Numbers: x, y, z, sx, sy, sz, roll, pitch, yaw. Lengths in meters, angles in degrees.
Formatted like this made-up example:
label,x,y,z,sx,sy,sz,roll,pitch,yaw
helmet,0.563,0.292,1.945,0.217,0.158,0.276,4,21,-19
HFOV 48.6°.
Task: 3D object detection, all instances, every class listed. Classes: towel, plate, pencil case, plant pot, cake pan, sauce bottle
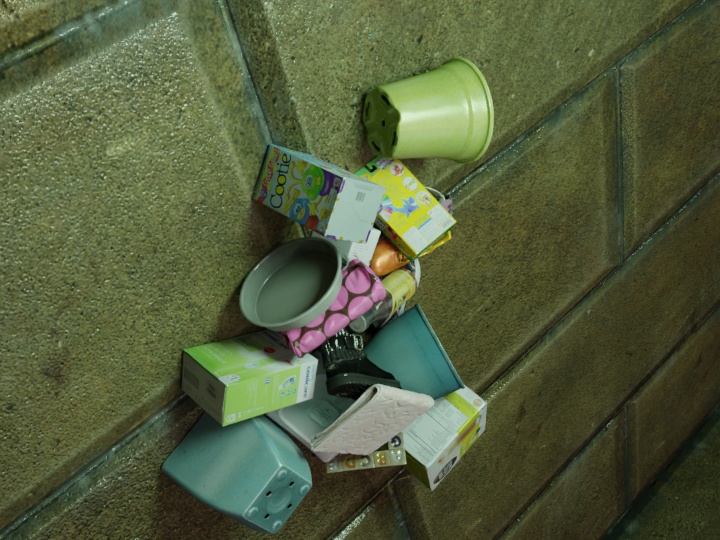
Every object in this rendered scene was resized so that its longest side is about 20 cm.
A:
label,x,y,z,sx,sy,sz,roll,pitch,yaw
towel,0.023,0.288,1.531,0.191,0.032,0.200,-41,148,19
plate,-0.071,0.275,1.581,0.200,0.032,0.200,-42,106,16
pencil case,-0.056,0.064,1.411,0.200,0.091,0.094,-37,91,-6
plant pot,-0.209,0.381,1.505,0.196,0.200,0.196,-51,138,-10
plant pot,0.087,0.200,1.652,0.188,0.200,0.200,-30,135,3
plant pot,0.113,-0.285,1.482,0.184,0.200,0.201,-13,121,-27
cake pan,-0.118,0.027,1.397,0.200,0.200,0.037,-47,133,-15
sauce bottle,0.041,0.059,1.524,0.200,0.066,0.066,-38,137,-50

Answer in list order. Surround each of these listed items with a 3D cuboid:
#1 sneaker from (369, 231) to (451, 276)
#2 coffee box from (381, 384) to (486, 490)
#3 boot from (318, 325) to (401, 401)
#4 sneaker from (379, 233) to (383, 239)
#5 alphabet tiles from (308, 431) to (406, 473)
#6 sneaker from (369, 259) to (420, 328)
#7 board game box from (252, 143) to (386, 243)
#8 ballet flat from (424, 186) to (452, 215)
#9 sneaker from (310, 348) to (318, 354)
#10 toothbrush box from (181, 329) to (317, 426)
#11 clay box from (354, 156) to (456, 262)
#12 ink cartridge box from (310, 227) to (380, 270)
label,x,y,z,sx,sy,sz,roll,pitch,yaw
sneaker,0.096,-0.050,1.580,0.200,0.077,0.073,-33,114,-29
coffee box,0.143,0.337,1.788,0.198,0.200,0.200,-45,154,-16
boot,-0.006,0.160,1.512,0.079,0.158,0.211,-29,151,23
sneaker,0.000,0.000,1.585,0.090,0.066,0.200,40,62,-37
alphabet tiles,-0.012,0.337,1.681,0.200,0.167,0.008,-6,152,-2
sneaker,0.063,0.042,1.676,0.086,0.080,0.200,-8,116,-40
board game box,-0.073,-0.131,1.355,0.105,0.200,0.103,8,106,-47
ballet flat,0.121,-0.139,1.652,0.200,0.069,0.071,-4,97,-46
sneaker,-0.038,0.138,1.601,0.076,0.115,0.200,-8,117,-42
toothbrush box,-0.201,0.188,1.447,0.200,0.146,0.086,-9,117,-41
clay box,0.075,-0.127,1.550,0.115,0.200,0.048,-38,170,-23
ink cartridge box,-0.037,-0.041,1.503,0.067,0.116,0.200,8,107,-45
